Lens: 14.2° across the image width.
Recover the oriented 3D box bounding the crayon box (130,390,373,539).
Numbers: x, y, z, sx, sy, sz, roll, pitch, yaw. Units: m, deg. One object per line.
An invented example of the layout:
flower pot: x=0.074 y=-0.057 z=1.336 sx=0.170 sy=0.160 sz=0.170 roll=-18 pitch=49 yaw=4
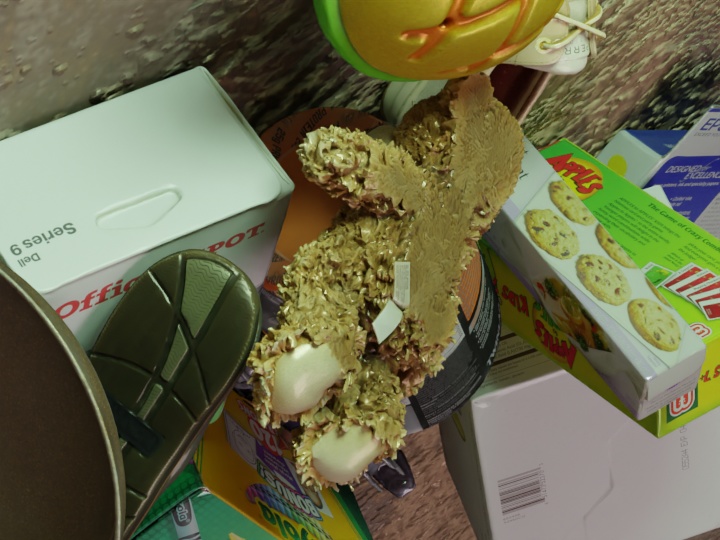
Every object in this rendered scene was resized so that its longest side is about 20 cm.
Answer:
crayon box: x=-0.064 y=0.126 z=1.525 sx=0.058 sy=0.119 sz=0.200 roll=-36 pitch=137 yaw=13

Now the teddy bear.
teddy bear: x=0.004 y=0.001 z=1.287 sx=0.145 sy=0.066 sz=0.201 roll=34 pitch=66 yaw=-48

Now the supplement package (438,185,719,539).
supplement package: x=0.127 y=0.074 z=1.699 sx=0.155 sy=0.111 sz=0.201 roll=-18 pitch=139 yaw=-5

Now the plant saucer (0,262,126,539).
plant saucer: x=-0.171 y=0.072 z=1.246 sx=0.032 sy=0.200 sz=0.200 roll=-27 pitch=159 yaw=-50

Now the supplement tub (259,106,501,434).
supplement tub: x=0.000 y=0.000 z=1.455 sx=0.122 sy=0.123 sz=0.200 roll=-35 pitch=157 yaw=-4

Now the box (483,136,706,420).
box: x=0.100 y=-0.012 z=1.474 sx=0.041 sy=0.200 sz=0.039 roll=-26 pitch=150 yaw=-21

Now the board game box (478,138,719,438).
board game box: x=0.134 y=0.006 z=1.561 sx=0.101 sy=0.200 sz=0.048 roll=-25 pitch=130 yaw=-26

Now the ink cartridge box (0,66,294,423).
ink cartridge box: x=-0.126 y=0.014 z=1.344 sx=0.145 sy=0.084 sz=0.200 roll=-24 pitch=154 yaw=-29

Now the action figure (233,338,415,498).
action figure: x=-0.035 y=0.081 z=1.634 sx=0.130 sy=0.070 sz=0.200 roll=-25 pitch=154 yaw=8

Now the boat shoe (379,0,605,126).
boat shoe: x=0.086 y=-0.121 z=1.414 sx=0.073 sy=0.069 sz=0.200 roll=-14 pitch=149 yaw=-44

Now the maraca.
maraca: x=0.025 y=-0.149 z=1.223 sx=0.138 sy=0.107 sz=0.200 roll=-60 pitch=147 yaw=4

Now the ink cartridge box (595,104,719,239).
ink cartridge box: x=0.195 y=-0.043 z=1.766 sx=0.197 sy=0.047 sz=0.200 roll=-3 pitch=138 yaw=-51

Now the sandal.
sandal: x=-0.112 y=0.068 z=1.287 sx=0.200 sy=0.082 sz=0.055 roll=-52 pitch=174 yaw=17
